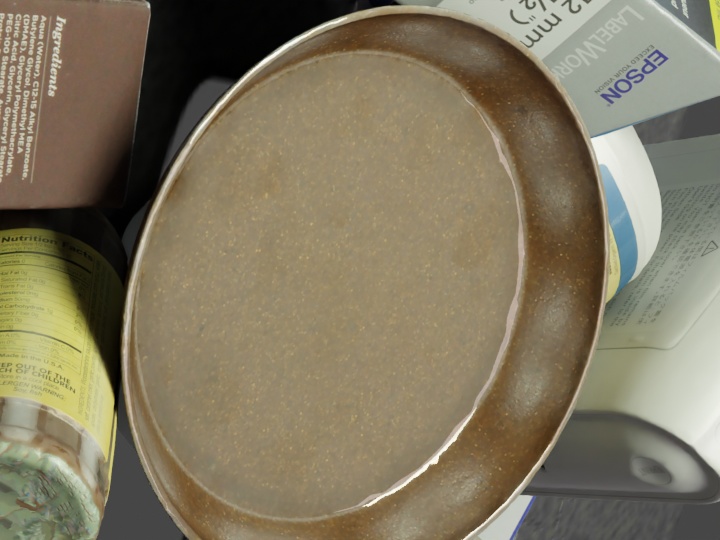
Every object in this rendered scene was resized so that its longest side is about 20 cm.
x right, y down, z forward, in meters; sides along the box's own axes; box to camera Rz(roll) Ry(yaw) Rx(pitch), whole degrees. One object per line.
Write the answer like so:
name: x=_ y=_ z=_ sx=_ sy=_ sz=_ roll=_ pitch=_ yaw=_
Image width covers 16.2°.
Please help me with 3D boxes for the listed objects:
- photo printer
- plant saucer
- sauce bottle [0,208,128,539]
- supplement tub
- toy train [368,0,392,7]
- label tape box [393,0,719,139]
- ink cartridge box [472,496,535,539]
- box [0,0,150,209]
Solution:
photo printer: x=0.126 y=0.018 z=1.030 sx=0.069 sy=0.200 sz=0.167 roll=44 pitch=67 yaw=-20
plant saucer: x=-0.002 y=0.009 z=0.845 sx=0.200 sy=0.034 sz=0.201 roll=-12 pitch=111 yaw=-35
sauce bottle: x=-0.108 y=0.017 z=0.827 sx=0.200 sy=0.065 sz=0.065 roll=-91 pitch=175 yaw=-56
supplement tub: x=0.000 y=0.000 z=0.959 sx=0.200 sy=0.145 sz=0.145 roll=-40 pitch=137 yaw=-17
toy train: x=0.008 y=-0.163 z=0.993 sx=0.046 sy=0.034 sz=0.200 roll=-45 pitch=138 yaw=-24
label tape box: x=0.071 y=-0.124 z=0.906 sx=0.200 sy=0.143 sz=0.066 roll=35 pitch=123 yaw=-29
ink cartridge box: x=0.054 y=0.004 z=1.134 sx=0.198 sy=0.047 sz=0.200 roll=-60 pitch=145 yaw=-13
box: x=-0.169 y=-0.059 z=0.757 sx=0.200 sy=0.100 sz=0.075 roll=-5 pitch=105 yaw=-50
